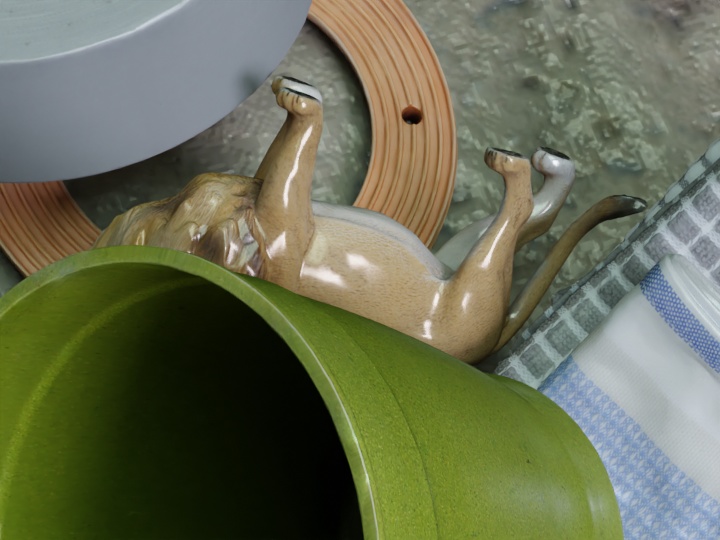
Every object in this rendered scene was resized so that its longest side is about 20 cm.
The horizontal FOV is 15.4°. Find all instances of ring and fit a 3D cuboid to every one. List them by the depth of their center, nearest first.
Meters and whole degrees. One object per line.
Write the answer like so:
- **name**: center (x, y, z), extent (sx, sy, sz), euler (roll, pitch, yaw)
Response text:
- **ring**: center (-0.060, -0.056, 1.063), extent (0.200, 0.019, 0.201), euler (4, 66, -9)

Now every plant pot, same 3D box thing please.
- **plant pot**: center (-0.016, 0.096, 0.884), extent (0.193, 0.200, 0.201), euler (4, 59, -53)

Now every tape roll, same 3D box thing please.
- **tape roll**: center (-0.119, -0.129, 1.016), extent (0.200, 0.066, 0.200), euler (-4, 50, 5)

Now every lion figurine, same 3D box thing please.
- **lion figurine**: center (0.000, 0.000, 1.001), extent (0.200, 0.072, 0.123), euler (15, 100, -12)

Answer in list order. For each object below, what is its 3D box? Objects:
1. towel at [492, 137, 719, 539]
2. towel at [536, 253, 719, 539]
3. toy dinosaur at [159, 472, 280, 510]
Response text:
- **towel**: center (0.161, 0.055, 0.974), extent (0.200, 0.166, 0.086), euler (49, 23, 9)
- **towel**: center (0.101, 0.109, 0.951), extent (0.147, 0.200, 0.024), euler (45, 22, 10)
- **toy dinosaur**: center (-0.120, 0.053, 0.939), extent (0.200, 0.047, 0.088), euler (36, 51, -26)
